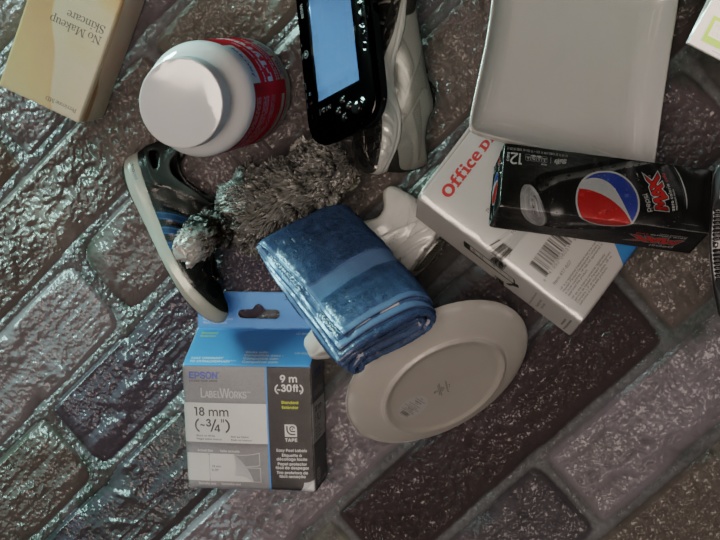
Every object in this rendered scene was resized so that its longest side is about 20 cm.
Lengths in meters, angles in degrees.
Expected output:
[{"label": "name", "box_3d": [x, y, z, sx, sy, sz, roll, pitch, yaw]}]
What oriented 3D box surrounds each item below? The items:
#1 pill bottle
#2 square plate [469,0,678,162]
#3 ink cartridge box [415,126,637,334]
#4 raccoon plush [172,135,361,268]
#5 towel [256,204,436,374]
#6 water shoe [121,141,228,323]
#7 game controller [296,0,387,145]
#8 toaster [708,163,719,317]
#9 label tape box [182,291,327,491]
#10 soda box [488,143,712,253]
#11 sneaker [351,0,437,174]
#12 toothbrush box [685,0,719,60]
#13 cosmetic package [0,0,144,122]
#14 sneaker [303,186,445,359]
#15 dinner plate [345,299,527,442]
[{"label": "pill bottle", "box_3d": [-0.146, -0.172, 1.633, 0.111, 0.200, 0.114, 2, 100, 13]}, {"label": "square plate", "box_3d": [0.202, -0.201, 1.571, 0.196, 0.028, 0.203, 13, 80, -18]}, {"label": "ink cartridge box", "box_3d": [0.173, -0.059, 1.613, 0.199, 0.084, 0.146, 38, 81, 6]}, {"label": "raccoon plush", "box_3d": [-0.083, -0.064, 1.645, 0.133, 0.200, 0.097, -30, 105, 36]}, {"label": "towel", "box_3d": [-0.015, 0.011, 1.583, 0.111, 0.200, 0.049, -29, 131, -10]}, {"label": "water shoe", "box_3d": [-0.177, -0.044, 1.726, 0.078, 0.071, 0.202, -29, 88, 6]}, {"label": "game controller", "box_3d": [-0.021, -0.227, 1.635, 0.104, 0.042, 0.203, -18, 70, 36]}, {"label": "toaster", "box_3d": [0.389, -0.024, 1.565, 0.112, 0.129, 0.203, -2, 98, 14]}, {"label": "label tape box", "box_3d": [-0.113, 0.127, 1.745, 0.142, 0.063, 0.203, 0, 99, 13]}, {"label": "soda box", "box_3d": [0.222, -0.067, 1.536, 0.197, 0.071, 0.064, 7, 75, -2]}, {"label": "sneaker", "box_3d": [0.039, -0.196, 1.661, 0.078, 0.074, 0.203, 4, 90, -29]}, {"label": "toothbrush box", "box_3d": [0.381, -0.215, 1.500, 0.144, 0.200, 0.087, 28, 104, 7]}, {"label": "cosmetic package", "box_3d": [-0.291, -0.267, 1.720, 0.104, 0.071, 0.202, 23, 103, 9]}, {"label": "sneaker", "box_3d": [0.000, 0.000, 1.696, 0.099, 0.078, 0.200, 41, 92, 14]}, {"label": "dinner plate", "box_3d": [0.080, 0.108, 1.628, 0.200, 0.200, 0.024, -41, 49, 16]}]
